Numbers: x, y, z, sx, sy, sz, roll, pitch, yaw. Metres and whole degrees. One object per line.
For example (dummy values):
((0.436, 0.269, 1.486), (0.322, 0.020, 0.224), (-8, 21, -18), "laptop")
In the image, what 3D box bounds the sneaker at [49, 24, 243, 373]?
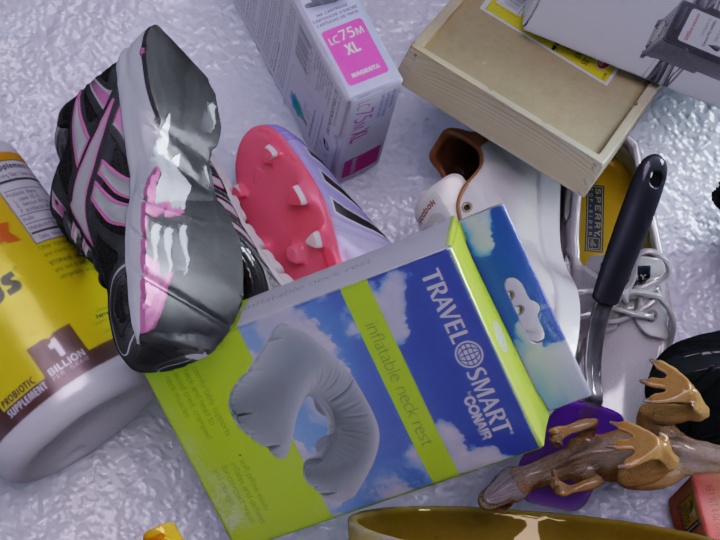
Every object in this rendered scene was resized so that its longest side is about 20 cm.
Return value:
((-0.117, -0.025, 1.213), (0.086, 0.080, 0.200), (-28, 44, 26), "sneaker")

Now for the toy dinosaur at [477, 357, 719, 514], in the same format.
((0.161, 0.095, 1.234), (0.200, 0.106, 0.061), (0, 63, 4), "toy dinosaur")

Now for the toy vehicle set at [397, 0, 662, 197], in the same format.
((0.114, -0.130, 1.347), (0.124, 0.027, 0.200), (33, 40, 6), "toy vehicle set")

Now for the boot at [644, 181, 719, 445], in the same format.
((0.234, 0.013, 1.306), (0.198, 0.073, 0.163), (1, 51, -17), "boot")

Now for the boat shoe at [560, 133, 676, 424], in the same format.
((0.145, 0.011, 1.316), (0.074, 0.086, 0.202), (4, 69, -6), "boat shoe")

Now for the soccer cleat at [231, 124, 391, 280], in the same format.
((0.000, 0.000, 1.321), (0.076, 0.067, 0.200), (-15, 63, -46), "soccer cleat")

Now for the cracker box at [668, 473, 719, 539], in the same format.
((0.284, 0.165, 1.293), (0.200, 0.058, 0.134), (-9, 71, -12), "cracker box")

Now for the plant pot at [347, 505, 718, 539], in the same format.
((0.087, 0.204, 1.196), (0.200, 0.200, 0.142), (5, 91, -6), "plant pot")

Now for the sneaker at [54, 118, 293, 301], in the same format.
((-0.104, -0.022, 1.281), (0.074, 0.087, 0.200), (-41, 76, 11), "sneaker")

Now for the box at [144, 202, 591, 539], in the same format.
((0.003, 0.056, 1.205), (0.200, 0.048, 0.122), (-21, 108, 16), "box")

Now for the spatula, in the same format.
((0.130, 0.033, 1.270), (0.056, 0.021, 0.200), (14, 93, -33), "spatula")

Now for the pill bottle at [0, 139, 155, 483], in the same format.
((-0.200, 0.006, 1.258), (0.109, 0.109, 0.200), (-33, 77, -18), "pill bottle")

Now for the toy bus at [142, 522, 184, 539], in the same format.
((-0.139, 0.214, 1.176), (0.192, 0.200, 0.136), (-18, 70, -52), "toy bus")

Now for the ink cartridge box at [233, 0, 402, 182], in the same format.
((-0.041, -0.160, 1.336), (0.042, 0.119, 0.200), (-26, 75, -15), "ink cartridge box")

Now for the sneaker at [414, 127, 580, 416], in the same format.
((0.067, 0.002, 1.291), (0.085, 0.073, 0.200), (18, 41, -21), "sneaker")

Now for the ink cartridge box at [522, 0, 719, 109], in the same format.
((0.200, -0.171, 1.353), (0.200, 0.083, 0.145), (21, 40, -8), "ink cartridge box")
